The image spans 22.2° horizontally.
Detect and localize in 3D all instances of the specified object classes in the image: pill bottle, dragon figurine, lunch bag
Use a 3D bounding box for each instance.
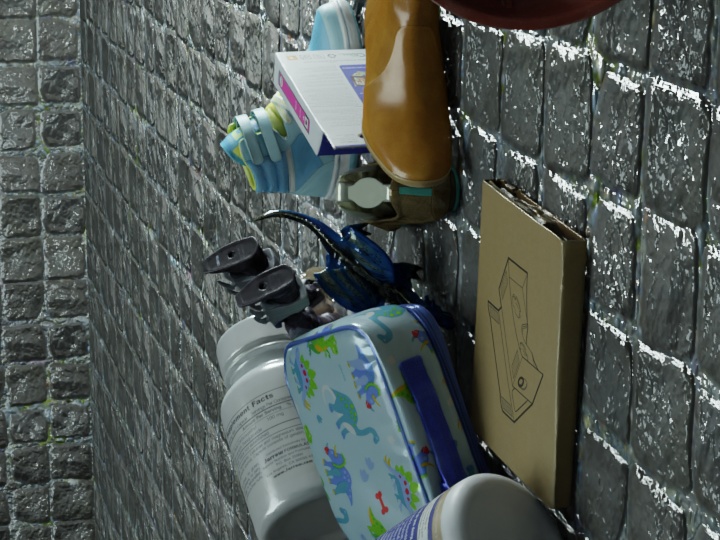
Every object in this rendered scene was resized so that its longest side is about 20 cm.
[{"bbox_3d":[0.049,0.240,1.346,0.200,0.115,0.116,-39,53,39],"label":"pill bottle"},{"bbox_3d":[-0.064,0.143,1.651,0.115,0.114,0.201,107,150,-50],"label":"pill bottle"},{"bbox_3d":[0.000,0.000,1.545,0.059,0.200,0.099,-51,0,8],"label":"dragon figurine"},{"bbox_3d":[0.026,0.131,1.463,0.161,0.082,0.201,-21,90,60],"label":"lunch bag"}]

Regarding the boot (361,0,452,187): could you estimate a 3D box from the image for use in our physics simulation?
[{"bbox_3d":[0.038,-0.179,1.478,0.202,0.070,0.145,-103,15,-44],"label":"boot"}]

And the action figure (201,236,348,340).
[{"bbox_3d":[-0.053,0.045,1.582,0.200,0.069,0.130,48,-170,-50],"label":"action figure"}]

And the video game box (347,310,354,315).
[{"bbox_3d":[0.028,0.125,1.634,0.200,0.046,0.183,-116,25,-52],"label":"video game box"}]

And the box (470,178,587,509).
[{"bbox_3d":[0.121,0.050,1.343,0.163,0.021,0.202,-134,43,-66],"label":"box"}]

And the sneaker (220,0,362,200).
[{"bbox_3d":[-0.067,-0.158,1.738,0.080,0.130,0.201,-125,35,-62],"label":"sneaker"}]

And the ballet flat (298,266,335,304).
[{"bbox_3d":[-0.040,0.033,1.770,0.200,0.046,0.068,-111,30,-77],"label":"ballet flat"}]

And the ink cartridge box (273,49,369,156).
[{"bbox_3d":[-0.007,-0.140,1.601,0.200,0.094,0.037,-122,32,-57],"label":"ink cartridge box"}]

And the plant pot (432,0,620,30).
[{"bbox_3d":[0.087,-0.273,1.123,0.195,0.199,0.202,-110,21,-64],"label":"plant pot"}]

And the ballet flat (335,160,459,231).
[{"bbox_3d":[0.020,-0.066,1.565,0.200,0.072,0.068,-170,80,-73],"label":"ballet flat"}]
